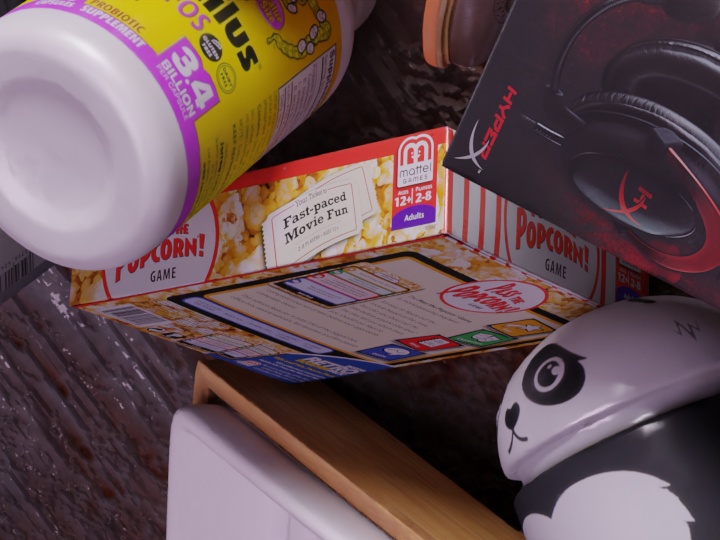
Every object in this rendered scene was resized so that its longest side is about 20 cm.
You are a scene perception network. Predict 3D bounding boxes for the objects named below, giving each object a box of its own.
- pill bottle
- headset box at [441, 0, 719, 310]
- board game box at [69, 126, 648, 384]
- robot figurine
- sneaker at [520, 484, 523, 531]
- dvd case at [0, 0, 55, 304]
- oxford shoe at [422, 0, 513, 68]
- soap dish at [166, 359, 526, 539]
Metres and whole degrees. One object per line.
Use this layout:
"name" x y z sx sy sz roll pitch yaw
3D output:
"pill bottle" -0.070 -0.088 0.932 0.104 0.200 0.105 15 125 23
"headset box" 0.148 -0.061 0.781 0.199 0.075 0.149 28 131 3
"board game box" 0.000 0.000 0.984 0.199 0.151 0.047 -10 69 36
"robot figurine" 0.129 0.109 0.918 0.149 0.125 0.201 -26 74 16
"sneaker" 0.150 0.113 1.006 0.199 0.077 0.083 -2 110 33
"dvd case" -0.129 -0.100 0.996 0.025 0.150 0.201 21 127 25
"oxford shoe" 0.081 -0.140 0.834 0.073 0.071 0.201 30 131 1
"soap dish" -0.006 0.147 1.086 0.200 0.081 0.158 36 134 37
